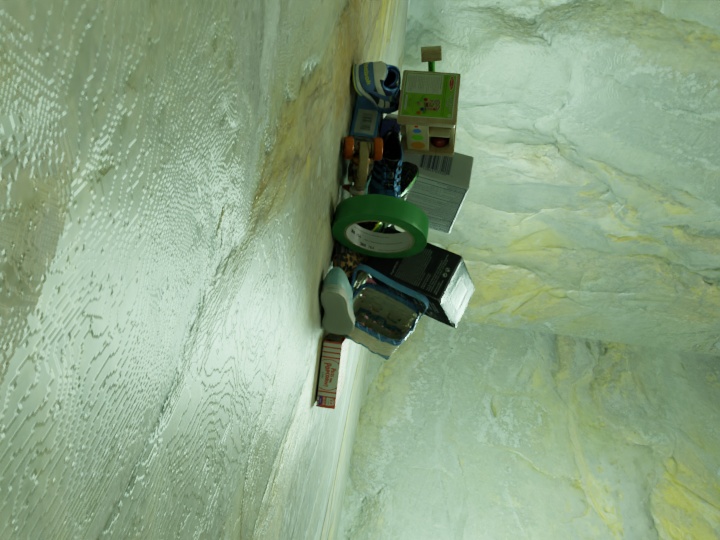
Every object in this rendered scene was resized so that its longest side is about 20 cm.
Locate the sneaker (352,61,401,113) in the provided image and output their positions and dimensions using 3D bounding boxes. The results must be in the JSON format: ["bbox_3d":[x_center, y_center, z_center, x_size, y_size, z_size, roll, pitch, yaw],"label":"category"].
[{"bbox_3d":[0.057,-0.394,1.443,0.200,0.082,0.074,7,74,-63],"label":"sneaker"}]

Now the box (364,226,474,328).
[{"bbox_3d":[0.140,0.018,1.539,0.118,0.199,0.197,-61,154,-12],"label":"box"}]

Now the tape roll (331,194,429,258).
[{"bbox_3d":[0.042,-0.089,1.392,0.201,0.199,0.048,88,11,-66],"label":"tape roll"}]

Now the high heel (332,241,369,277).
[{"bbox_3d":[0.000,0.000,1.534,0.200,0.071,0.143,46,38,-43],"label":"high heel"}]

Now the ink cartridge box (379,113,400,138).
[{"bbox_3d":[0.073,-0.321,1.603,0.200,0.044,0.095,-74,172,-72],"label":"ink cartridge box"}]

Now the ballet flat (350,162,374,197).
[{"bbox_3d":[0.003,-0.170,1.550,0.072,0.071,0.201,-71,179,-70],"label":"ballet flat"}]

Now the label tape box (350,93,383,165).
[{"bbox_3d":[0.017,-0.317,1.583,0.200,0.066,0.144,84,14,-65],"label":"label tape box"}]

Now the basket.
[{"bbox_3d":[0.045,0.088,1.487,0.139,0.176,0.200,-55,171,-38],"label":"basket"}]

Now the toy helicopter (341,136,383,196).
[{"bbox_3d":[-0.005,-0.211,1.446,0.200,0.078,0.133,-164,-105,-82],"label":"toy helicopter"}]

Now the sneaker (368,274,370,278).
[{"bbox_3d":[-0.015,0.010,1.800,0.200,0.074,0.085,70,2,-70],"label":"sneaker"}]

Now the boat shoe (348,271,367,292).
[{"bbox_3d":[-0.025,0.011,1.598,0.201,0.071,0.076,-78,162,-44],"label":"boat shoe"}]

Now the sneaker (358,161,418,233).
[{"bbox_3d":[0.063,-0.161,1.522,0.200,0.078,0.085,-52,153,7],"label":"sneaker"}]

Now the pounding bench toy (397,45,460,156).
[{"bbox_3d":[0.157,-0.376,1.492,0.156,0.124,0.201,72,25,-71],"label":"pounding bench toy"}]

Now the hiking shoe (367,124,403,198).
[{"bbox_3d":[0.054,-0.204,1.431,0.087,0.074,0.201,106,-17,-74],"label":"hiking shoe"}]

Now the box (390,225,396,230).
[{"bbox_3d":[0.069,-0.029,1.746,0.144,0.036,0.201,-39,-102,50],"label":"box"}]

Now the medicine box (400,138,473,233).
[{"bbox_3d":[0.162,-0.203,1.641,0.200,0.181,0.103,105,1,-60],"label":"medicine box"}]

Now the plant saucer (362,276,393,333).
[{"bbox_3d":[0.020,0.106,1.676,0.051,0.200,0.201,-47,-160,38],"label":"plant saucer"}]

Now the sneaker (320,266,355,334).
[{"bbox_3d":[-0.042,0.065,1.404,0.200,0.074,0.082,94,7,-58],"label":"sneaker"}]

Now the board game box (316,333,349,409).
[{"bbox_3d":[-0.062,0.226,1.579,0.200,0.046,0.152,-41,138,-84],"label":"board game box"}]
